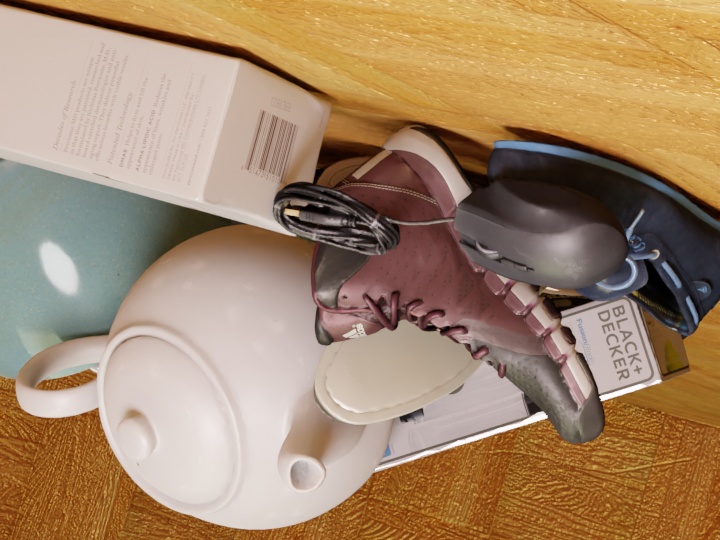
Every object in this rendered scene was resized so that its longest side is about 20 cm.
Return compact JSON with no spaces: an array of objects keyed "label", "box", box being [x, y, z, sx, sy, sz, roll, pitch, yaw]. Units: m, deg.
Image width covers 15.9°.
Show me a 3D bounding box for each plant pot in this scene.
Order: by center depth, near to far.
[{"label":"plant pot","box":[-0.202,-0.048,1.667,0.200,0.200,0.135,13,145,43]}]

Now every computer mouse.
[{"label":"computer mouse","box":[0.042,-0.018,1.318,0.199,0.034,0.059,4,141,28]}]

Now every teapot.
[{"label":"teapot","box":[-0.090,0.074,1.527,0.146,0.198,0.200,-26,163,-41]}]

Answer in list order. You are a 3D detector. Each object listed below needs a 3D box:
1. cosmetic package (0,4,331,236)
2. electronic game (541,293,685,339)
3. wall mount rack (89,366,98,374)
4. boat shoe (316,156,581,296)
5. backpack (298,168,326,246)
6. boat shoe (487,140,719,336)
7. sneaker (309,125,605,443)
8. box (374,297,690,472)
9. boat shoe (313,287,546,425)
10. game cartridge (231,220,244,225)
[{"label":"cosmetic package","box":[-0.132,-0.086,1.399,0.199,0.081,0.113,13,177,29]},{"label":"electronic game","box":[0.140,0.036,1.847,0.199,0.042,0.200,-2,-165,1]},{"label":"wall mount rack","box":[-0.117,0.019,1.800,0.173,0.075,0.200,-7,-159,-15]},{"label":"boat shoe","box":[0.068,-0.020,1.577,0.199,0.072,0.065,15,175,3]},{"label":"backpack","box":[0.000,0.000,1.706,0.166,0.127,0.200,15,179,19]},{"label":"boat shoe","box":[0.139,-0.013,1.363,0.200,0.069,0.084,23,172,-40]},{"label":"sneaker","box":[0.039,0.030,1.398,0.200,0.115,0.076,57,173,12]},{"label":"box","box":[0.096,0.067,1.597,0.199,0.060,0.117,-19,176,14]},{"label":"boat shoe","box":[0.046,0.026,1.467,0.072,0.202,0.060,50,153,1]},{"label":"game cartridge","box":[-0.160,-0.050,1.818,0.133,0.042,0.200,-25,-156,-34]}]
